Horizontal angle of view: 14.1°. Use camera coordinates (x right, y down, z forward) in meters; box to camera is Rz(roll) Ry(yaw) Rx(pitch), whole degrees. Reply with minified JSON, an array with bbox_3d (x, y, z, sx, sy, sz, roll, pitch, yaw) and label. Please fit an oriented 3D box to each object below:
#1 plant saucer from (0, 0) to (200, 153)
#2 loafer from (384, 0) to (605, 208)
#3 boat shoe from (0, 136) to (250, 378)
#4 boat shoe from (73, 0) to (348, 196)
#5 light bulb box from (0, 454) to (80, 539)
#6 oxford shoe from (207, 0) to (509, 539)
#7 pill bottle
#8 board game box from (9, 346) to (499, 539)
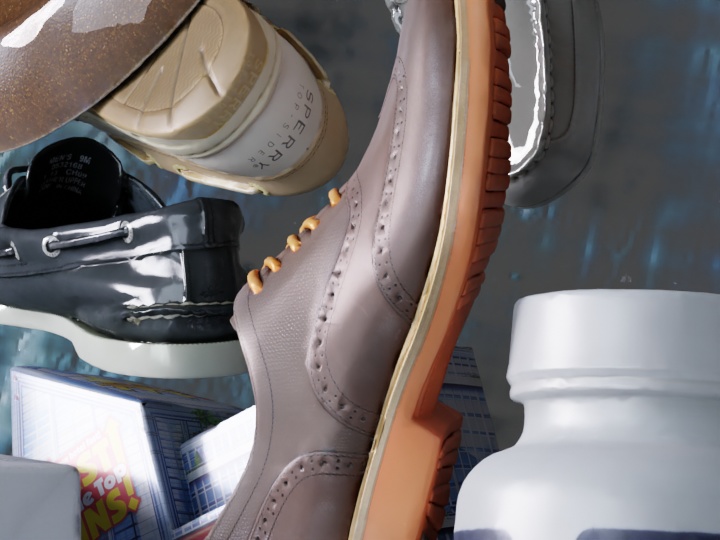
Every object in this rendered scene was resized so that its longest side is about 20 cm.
[{"bbox_3d":[-0.095,-0.132,1.013,0.200,0.032,0.200,-35,35,30],"label":"plant saucer"},{"bbox_3d":[0.026,-0.114,0.939,0.070,0.070,0.200,-31,64,32],"label":"loafer"},{"bbox_3d":[-0.093,-0.011,0.992,0.199,0.074,0.066,-159,67,-63],"label":"boat shoe"},{"bbox_3d":[-0.066,-0.067,1.005,0.074,0.069,0.200,-53,30,1],"label":"boat shoe"},{"bbox_3d":[-0.175,0.158,0.962,0.200,0.125,0.199,177,94,-71],"label":"light bulb box"},{"bbox_3d":[0.000,0.000,0.865,0.073,0.071,0.201,12,89,9],"label":"oxford shoe"},{"bbox_3d":[0.081,0.110,0.829,0.111,0.111,0.201,-4,80,39],"label":"pill bottle"},{"bbox_3d":[-0.042,0.106,0.965,0.200,0.062,0.200,-29,66,33],"label":"board game box"}]
